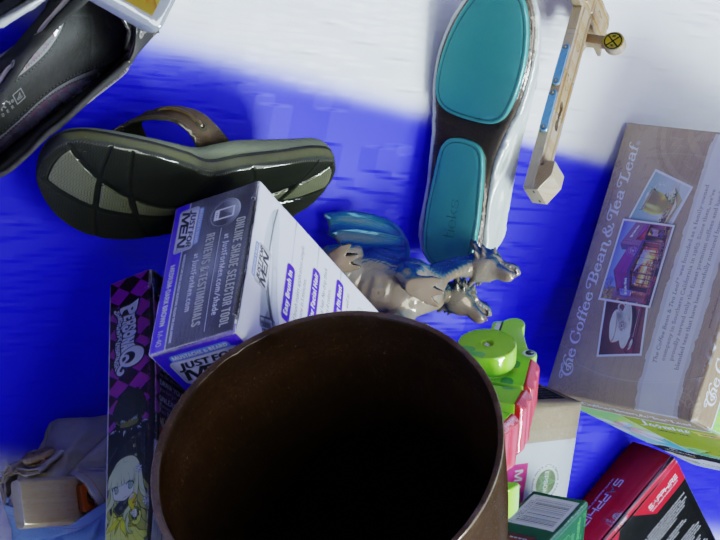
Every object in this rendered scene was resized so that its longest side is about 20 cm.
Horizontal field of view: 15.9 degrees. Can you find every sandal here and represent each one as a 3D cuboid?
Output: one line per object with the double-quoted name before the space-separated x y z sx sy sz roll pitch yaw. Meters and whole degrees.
"sandal" -0.105 -0.062 1.487 0.201 0.057 0.080 -1 146 -43

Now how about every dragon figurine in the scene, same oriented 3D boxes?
"dragon figurine" 0.000 0.000 1.593 0.200 0.099 0.059 13 106 -4

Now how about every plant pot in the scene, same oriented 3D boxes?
"plant pot" 0.003 0.156 1.394 0.187 0.187 0.200 -45 143 -21

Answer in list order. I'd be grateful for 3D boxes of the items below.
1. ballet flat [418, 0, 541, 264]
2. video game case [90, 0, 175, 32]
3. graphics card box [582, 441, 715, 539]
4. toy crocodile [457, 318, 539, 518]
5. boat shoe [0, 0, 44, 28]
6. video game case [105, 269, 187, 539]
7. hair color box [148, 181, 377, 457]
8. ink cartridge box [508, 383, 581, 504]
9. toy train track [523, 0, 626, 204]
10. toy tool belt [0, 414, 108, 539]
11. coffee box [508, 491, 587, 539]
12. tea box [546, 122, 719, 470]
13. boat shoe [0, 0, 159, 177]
"ballet flat" 0.081 -0.095 1.648 0.069 0.069 0.200 -6 113 -41
"video game case" -0.152 -0.249 1.332 0.200 0.023 0.182 29 80 -20
"graphics card box" 0.210 0.236 1.892 0.125 0.051 0.200 -47 130 -20
"toy crocodile" 0.081 0.089 1.577 0.200 0.062 0.068 -60 156 -64
"boat shoe" -0.175 -0.171 1.372 0.200 0.065 0.074 -44 130 -21
"video game case" -0.075 0.121 1.480 0.200 0.036 0.182 38 40 -47
"hair color box" -0.035 0.054 1.486 0.200 0.065 0.109 50 35 -40
"ink cartridge box" 0.054 0.175 1.708 0.165 0.075 0.200 -4 107 -41
"toy train track" 0.146 -0.136 1.662 0.115 0.032 0.200 52 51 -60
"toy tool belt" -0.146 0.189 1.481 0.123 0.125 0.200 -47 125 -61
"coffee box" 0.087 0.226 1.619 0.200 0.044 0.123 -35 134 -62
"tea box" 0.257 0.027 1.782 0.197 0.133 0.200 25 79 -44
"boat shoe" -0.156 -0.118 1.416 0.200 0.057 0.067 -45 131 -21
